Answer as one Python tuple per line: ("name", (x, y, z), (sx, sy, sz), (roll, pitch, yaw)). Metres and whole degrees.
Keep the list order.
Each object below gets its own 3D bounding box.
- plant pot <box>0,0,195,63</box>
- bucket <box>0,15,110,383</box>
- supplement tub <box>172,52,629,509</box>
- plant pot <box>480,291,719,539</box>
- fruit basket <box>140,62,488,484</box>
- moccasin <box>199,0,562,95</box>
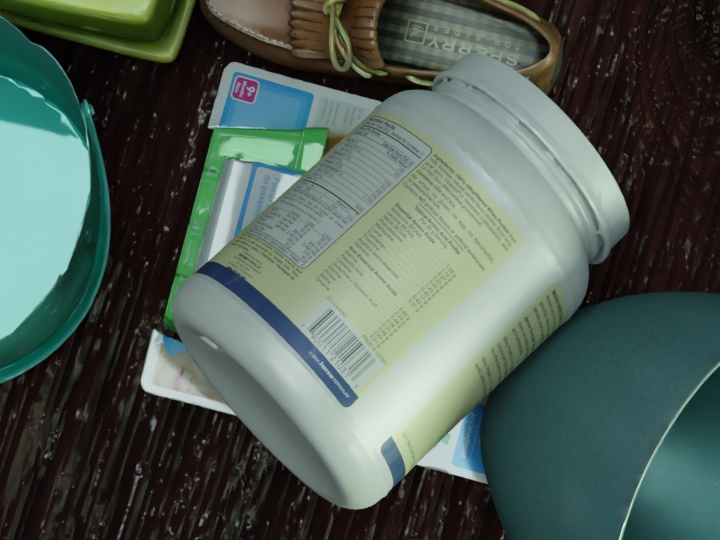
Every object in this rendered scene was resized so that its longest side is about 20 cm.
("plant pot", (-0.165, -0.225, 1.463), (0.198, 0.182, 0.201), (15, 84, 7))
("bucket", (-0.229, -0.035, 1.463), (0.205, 0.135, 0.209), (-1, 82, 5))
("supplement tub", (0.022, 0.003, 1.362), (0.200, 0.145, 0.145), (-42, 81, -13))
("plant pot", (0.140, 0.093, 1.405), (0.134, 0.200, 0.201), (26, 84, 36))
("fruit basket", (0.000, 0.000, 1.464), (0.199, 0.094, 0.187), (15, 83, 3))
("moccasin", (0.010, -0.133, 1.488), (0.200, 0.078, 0.074), (19, 84, 7))
